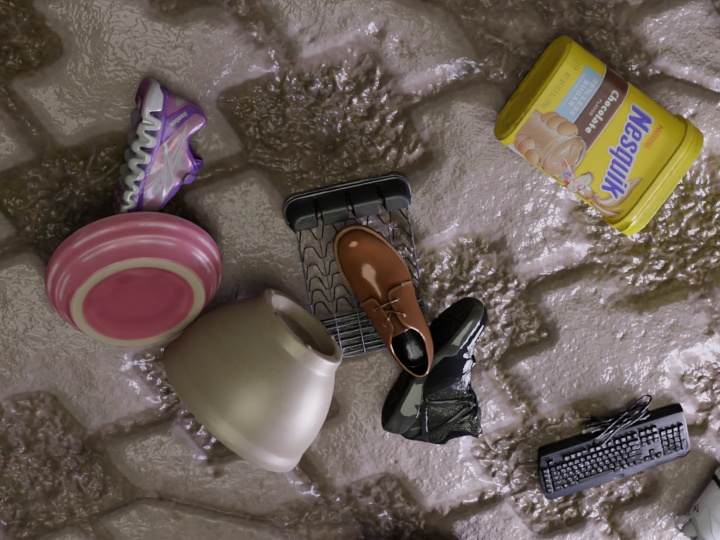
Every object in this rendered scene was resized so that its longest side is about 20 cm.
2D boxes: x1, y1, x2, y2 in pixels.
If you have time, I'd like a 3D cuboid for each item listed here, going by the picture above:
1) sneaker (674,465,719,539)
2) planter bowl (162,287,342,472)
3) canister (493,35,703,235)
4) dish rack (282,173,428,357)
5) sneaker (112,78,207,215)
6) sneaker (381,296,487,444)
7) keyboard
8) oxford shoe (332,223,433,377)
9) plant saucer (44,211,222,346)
[{"bbox_3d":[0.500,0.349,1.986,0.200,0.075,0.115,42,101,-15],"label":"sneaker"},{"bbox_3d":[-0.105,0.108,1.727,0.200,0.201,0.135,38,105,-20],"label":"planter bowl"},{"bbox_3d":[0.269,-0.154,1.746,0.199,0.087,0.149,32,103,-17],"label":"canister"},{"bbox_3d":[0.000,0.000,1.786,0.151,0.055,0.202,-12,114,-2],"label":"dish rack"},{"bbox_3d":[-0.222,-0.107,1.700,0.087,0.081,0.202,11,109,-20],"label":"sneaker"},{"bbox_3d":[0.117,0.127,1.842,0.113,0.076,0.201,23,109,-18],"label":"sneaker"},{"bbox_3d":[0.318,0.226,1.927,0.198,0.040,0.105,-19,114,-2],"label":"keyboard"},{"bbox_3d":[0.033,0.035,1.739,0.071,0.071,0.201,-29,113,7],"label":"oxford shoe"},{"bbox_3d":[-0.250,0.019,1.710,0.198,0.051,0.202,-9,141,-7],"label":"plant saucer"}]
